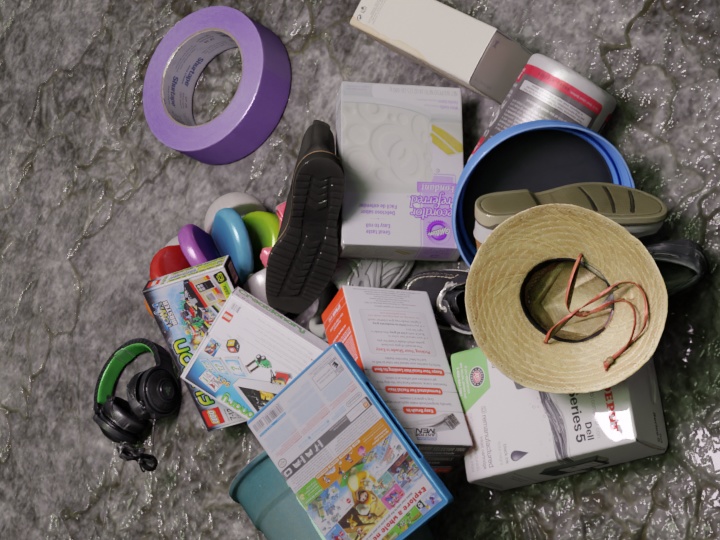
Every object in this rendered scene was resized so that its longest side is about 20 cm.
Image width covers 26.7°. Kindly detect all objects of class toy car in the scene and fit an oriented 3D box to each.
[{"bbox_3d":[-0.182,-0.002,1.870,0.200,0.150,0.175,-39,58,19],"label":"toy car"}]

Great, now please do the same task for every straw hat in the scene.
[{"bbox_3d":[0.212,0.030,1.532,0.201,0.085,0.201,1,92,17],"label":"straw hat"}]

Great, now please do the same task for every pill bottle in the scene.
[{"bbox_3d":[0.187,-0.130,1.683,0.111,0.111,0.200,35,96,36],"label":"pill bottle"}]

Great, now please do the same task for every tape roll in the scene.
[{"bbox_3d":[-0.191,-0.244,1.999,0.200,0.066,0.200,-11,70,31],"label":"tape roll"}]

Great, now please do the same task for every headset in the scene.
[{"bbox_3d":[-0.293,0.171,1.930,0.123,0.094,0.200,-39,47,19],"label":"headset"}]

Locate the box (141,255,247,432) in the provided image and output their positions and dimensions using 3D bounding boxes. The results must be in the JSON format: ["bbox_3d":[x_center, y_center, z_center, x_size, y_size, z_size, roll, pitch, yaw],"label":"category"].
[{"bbox_3d":[-0.170,0.090,1.817,0.110,0.035,0.200,-18,111,14],"label":"box"}]

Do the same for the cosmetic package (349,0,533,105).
[{"bbox_3d":[0.096,-0.272,1.791,0.200,0.104,0.073,34,97,37],"label":"cosmetic package"}]

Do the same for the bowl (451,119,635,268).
[{"bbox_3d":[0.194,-0.068,1.622,0.201,0.201,0.039,-48,23,13],"label":"bowl"}]

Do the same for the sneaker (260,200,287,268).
[{"bbox_3d":[-0.053,-0.075,1.816,0.087,0.074,0.200,26,73,-1],"label":"sneaker"}]

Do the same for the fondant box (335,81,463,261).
[{"bbox_3d":[0.045,-0.114,1.759,0.144,0.058,0.200,2,74,-9],"label":"fondant box"}]

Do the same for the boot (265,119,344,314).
[{"bbox_3d":[-0.059,-0.064,1.757,0.138,0.077,0.200,-95,23,-63],"label":"boot"}]

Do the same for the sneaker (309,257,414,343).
[{"bbox_3d":[0.000,0.000,1.778,0.078,0.099,0.200,16,86,36],"label":"sneaker"}]

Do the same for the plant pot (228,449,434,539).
[{"bbox_3d":[-0.013,0.282,1.660,0.200,0.200,0.196,-38,66,19],"label":"plant pot"}]

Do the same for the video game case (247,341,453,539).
[{"bbox_3d":[-0.014,0.194,1.553,0.143,0.018,0.200,-43,74,24],"label":"video game case"}]

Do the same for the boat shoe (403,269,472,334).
[{"bbox_3d":[0.123,0.039,1.708,0.200,0.060,0.074,22,89,36],"label":"boat shoe"}]

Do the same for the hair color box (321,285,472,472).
[{"bbox_3d":[0.037,0.117,1.640,0.064,0.111,0.200,-56,39,43],"label":"hair color box"}]

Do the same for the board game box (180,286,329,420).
[{"bbox_3d":[-0.093,0.125,1.767,0.200,0.035,0.126,33,109,0],"label":"board game box"}]

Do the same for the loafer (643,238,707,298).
[{"bbox_3d":[0.262,0.010,1.589,0.200,0.070,0.068,-12,103,16],"label":"loafer"}]

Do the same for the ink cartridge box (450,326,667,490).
[{"bbox_3d":[0.208,0.139,1.607,0.200,0.084,0.146,-19,66,29],"label":"ink cartridge box"}]

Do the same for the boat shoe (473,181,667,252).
[{"bbox_3d":[0.217,-0.045,1.580,0.200,0.068,0.075,-1,32,-2],"label":"boat shoe"}]
